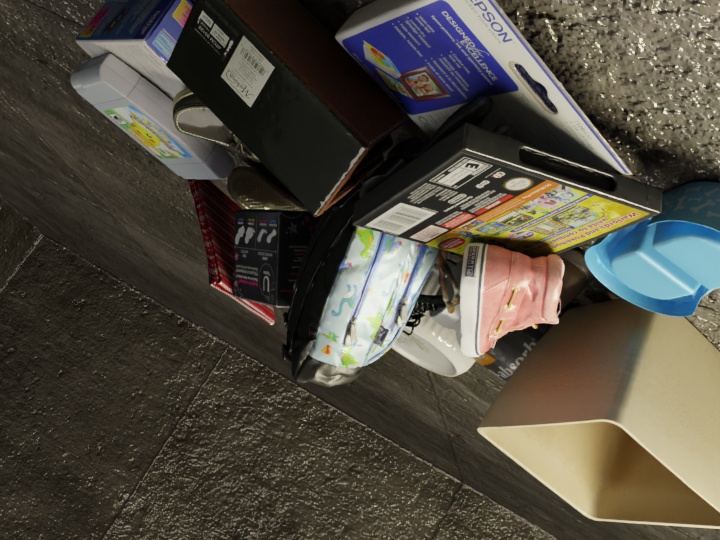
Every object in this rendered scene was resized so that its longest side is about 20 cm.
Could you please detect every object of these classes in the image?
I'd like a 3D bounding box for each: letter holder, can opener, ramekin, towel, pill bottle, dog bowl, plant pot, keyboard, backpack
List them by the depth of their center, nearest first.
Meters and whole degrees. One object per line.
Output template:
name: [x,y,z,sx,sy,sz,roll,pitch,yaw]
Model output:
dog bowl: [0.275,-0.017,0.721,0.111,0.050,0.200,35,163,-6]
can opener: [0.070,-0.093,0.727,0.063,0.079,0.199,44,155,-12]
letter holder: [-0.052,-0.177,0.788,0.200,0.142,0.101,45,133,3]
backpack: [0.000,0.000,0.877,0.151,0.203,0.164,6,-156,-5]
plant pot: [0.281,0.141,0.903,0.199,0.178,0.199,39,151,-19]
pill bottle: [0.189,0.075,1.037,0.199,0.117,0.116,35,164,-8]
keyboard: [0.029,0.062,1.037,0.103,0.040,0.199,2,170,-37]
towel: [-0.178,-0.033,1.156,0.145,0.022,0.202,43,-157,-54]
ramekin: [0.097,0.064,1.204,0.199,0.106,0.200,30,164,9]

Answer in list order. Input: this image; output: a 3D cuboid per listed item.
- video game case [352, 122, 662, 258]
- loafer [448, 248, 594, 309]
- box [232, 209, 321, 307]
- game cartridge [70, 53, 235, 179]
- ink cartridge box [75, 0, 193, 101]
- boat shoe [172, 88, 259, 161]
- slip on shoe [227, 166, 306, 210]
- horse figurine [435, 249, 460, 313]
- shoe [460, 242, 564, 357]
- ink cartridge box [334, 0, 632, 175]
video game case: [0.112,-0.053,0.704,0.178,0.026,0.200,14,162,-21]
loafer: [0.154,-0.012,0.929,0.198,0.071,0.073,21,160,37]
box: [-0.047,-0.015,1.065,0.198,0.117,0.132,1,-177,-33]
game cartridge: [-0.249,-0.178,1.023,0.200,0.041,0.133,41,159,-31]
ink cartridge box: [-0.213,-0.240,0.961,0.199,0.077,0.136,18,160,46]
boat shoe: [-0.107,-0.152,0.905,0.198,0.067,0.072,6,143,-3]
slip on shoe: [-0.124,-0.088,1.273,0.200,0.074,0.061,42,-175,-30]
horse figurine: [0.100,-0.040,0.903,0.200,0.049,0.134,-44,65,54]
shoe: [0.144,0.037,0.807,0.090,0.072,0.201,7,157,11]
ink cartridge box: [0.100,-0.151,0.683,0.197,0.047,0.199,43,160,-25]
